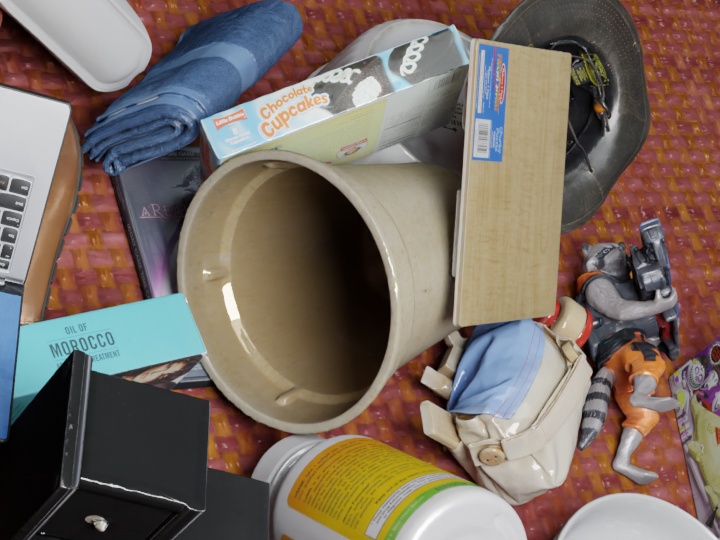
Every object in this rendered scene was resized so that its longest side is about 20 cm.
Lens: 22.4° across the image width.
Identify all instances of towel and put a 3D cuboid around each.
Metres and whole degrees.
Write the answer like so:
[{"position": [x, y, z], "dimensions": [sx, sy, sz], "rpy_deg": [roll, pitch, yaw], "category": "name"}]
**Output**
[{"position": [-0.125, -0.146, 1.388], "dimensions": [0.049, 0.111, 0.200], "rpy_deg": [61, 35, -17], "category": "towel"}]

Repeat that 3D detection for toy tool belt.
[{"position": [0.112, 0.075, 1.408], "dimensions": [0.123, 0.125, 0.201], "rpy_deg": [36, 47, -19], "category": "toy tool belt"}]

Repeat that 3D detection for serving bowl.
[{"position": [0.211, 0.274, 1.380], "dimensions": [0.199, 0.066, 0.201], "rpy_deg": [16, 54, -23], "category": "serving bowl"}]

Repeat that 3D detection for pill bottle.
[{"position": [0.010, 0.174, 1.219], "dimensions": [0.111, 0.200, 0.112], "rpy_deg": [-9, 106, -34], "category": "pill bottle"}]

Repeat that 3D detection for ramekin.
[{"position": [0.046, -0.112, 1.496], "dimensions": [0.199, 0.105, 0.201], "rpy_deg": [16, 54, -23], "category": "ramekin"}]

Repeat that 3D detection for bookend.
[{"position": [-0.130, 0.156, 1.145], "dimensions": [0.199, 0.199, 0.092], "rpy_deg": [17, 53, -25], "category": "bookend"}]

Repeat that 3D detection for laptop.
[{"position": [-0.287, -0.023, 1.123], "dimensions": [0.186, 0.201, 0.116], "rpy_deg": [14, 11, -19], "category": "laptop"}]

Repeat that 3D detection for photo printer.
[{"position": [-0.239, -0.222, 1.335], "dimensions": [0.167, 0.069, 0.200], "rpy_deg": [49, 1, 25], "category": "photo printer"}]

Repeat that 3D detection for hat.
[{"position": [0.135, -0.129, 1.427], "dimensions": [0.200, 0.081, 0.202], "rpy_deg": [-8, 104, -38], "category": "hat"}]

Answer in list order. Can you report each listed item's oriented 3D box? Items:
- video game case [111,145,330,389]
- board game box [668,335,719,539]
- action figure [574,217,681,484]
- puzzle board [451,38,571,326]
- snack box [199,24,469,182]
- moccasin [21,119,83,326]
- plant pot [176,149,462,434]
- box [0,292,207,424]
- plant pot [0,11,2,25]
[{"position": [-0.105, -0.007, 1.388], "dimensions": [0.142, 0.019, 0.201], "rpy_deg": [-2, 64, -34], "category": "video game case"}, {"position": [0.311, 0.151, 1.488], "dimensions": [0.032, 0.120, 0.201], "rpy_deg": [11, 55, -27], "category": "board game box"}, {"position": [0.213, 0.047, 1.486], "dimensions": [0.104, 0.200, 0.194], "rpy_deg": [-11, 51, 6], "category": "action figure"}, {"position": [0.109, -0.063, 1.324], "dimensions": [0.150, 0.017, 0.201], "rpy_deg": [-3, 97, -57], "category": "puzzle board"}, {"position": [-0.021, -0.110, 1.342], "dimensions": [0.199, 0.116, 0.037], "rpy_deg": [-22, 76, -12], "category": "snack box"}, {"position": [-0.249, -0.039, 1.285], "dimensions": [0.078, 0.074, 0.202], "rpy_deg": [26, 59, -27], "category": "moccasin"}, {"position": [0.000, 0.000, 1.330], "dimensions": [0.183, 0.200, 0.201], "rpy_deg": [-16, 71, -51], "category": "plant pot"}, {"position": [-0.210, 0.070, 1.227], "dimensions": [0.199, 0.082, 0.049], "rpy_deg": [-12, 70, -37], "category": "box"}, {"position": [-0.361, -0.165, 1.219], "dimensions": [0.195, 0.201, 0.201], "rpy_deg": [33, 48, -21], "category": "plant pot"}]
